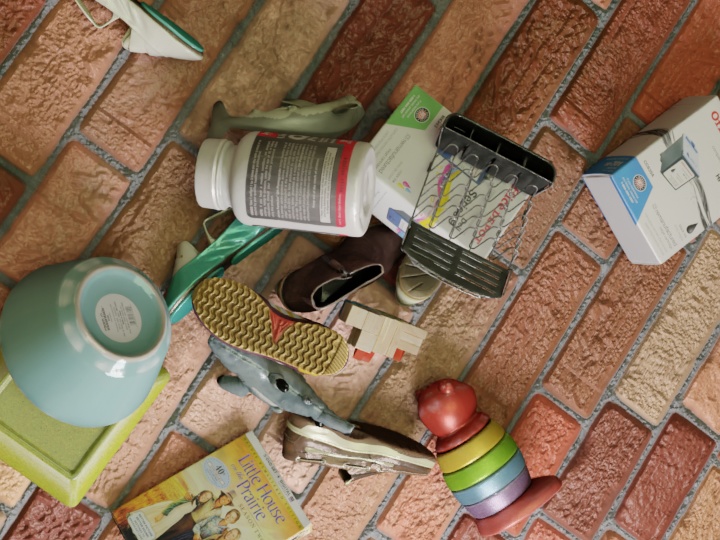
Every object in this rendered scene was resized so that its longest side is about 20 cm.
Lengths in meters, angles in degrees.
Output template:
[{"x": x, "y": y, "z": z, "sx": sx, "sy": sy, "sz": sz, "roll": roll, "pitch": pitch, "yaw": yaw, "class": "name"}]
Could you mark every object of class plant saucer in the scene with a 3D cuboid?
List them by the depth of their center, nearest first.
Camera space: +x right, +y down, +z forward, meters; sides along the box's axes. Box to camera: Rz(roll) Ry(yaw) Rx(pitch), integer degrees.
[{"x": -0.352, "y": 0.147, "z": 1.570, "sx": 0.200, "sy": 0.048, "sz": 0.200, "roll": 39, "pitch": 79, "yaw": -17, "class": "plant saucer"}]

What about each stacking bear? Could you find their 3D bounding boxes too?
[{"x": 0.147, "y": 0.229, "z": 1.729, "sx": 0.113, "sy": 0.121, "sz": 0.201, "roll": -35, "pitch": 93, "yaw": -30, "class": "stacking bear"}]

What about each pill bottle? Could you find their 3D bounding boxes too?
[{"x": -0.087, "y": -0.103, "z": 1.562, "sx": 0.198, "sy": 0.111, "sz": 0.112, "roll": 6, "pitch": 90, "yaw": 10, "class": "pill bottle"}]

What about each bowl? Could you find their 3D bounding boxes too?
[{"x": -0.292, "y": 0.065, "z": 1.512, "sx": 0.200, "sy": 0.105, "sz": 0.202, "roll": 21, "pitch": 54, "yaw": -32, "class": "bowl"}]

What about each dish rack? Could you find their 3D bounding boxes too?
[{"x": 0.135, "y": -0.070, "z": 1.578, "sx": 0.153, "sy": 0.055, "sz": 0.201, "roll": 26, "pitch": 59, "yaw": -7, "class": "dish rack"}]

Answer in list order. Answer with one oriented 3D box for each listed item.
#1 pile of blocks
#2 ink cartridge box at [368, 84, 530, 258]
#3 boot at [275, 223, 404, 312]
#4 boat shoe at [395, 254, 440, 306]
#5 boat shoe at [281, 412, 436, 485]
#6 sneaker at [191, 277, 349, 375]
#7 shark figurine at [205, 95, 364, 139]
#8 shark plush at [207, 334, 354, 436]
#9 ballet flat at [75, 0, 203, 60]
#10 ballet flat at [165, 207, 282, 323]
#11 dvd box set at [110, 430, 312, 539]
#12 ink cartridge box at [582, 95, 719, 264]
[{"x": 0.009, "y": 0.079, "z": 1.643, "sx": 0.082, "sy": 0.200, "sz": 0.063, "roll": 23, "pitch": 91, "yaw": 25, "class": "pile of blocks"}, {"x": 0.097, "y": -0.107, "z": 1.663, "sx": 0.200, "sy": 0.088, "sz": 0.146, "roll": 39, "pitch": 65, "yaw": -2, "class": "ink cartridge box"}, {"x": 0.000, "y": 0.000, "z": 1.629, "sx": 0.199, "sy": 0.166, "sz": 0.073, "roll": -26, "pitch": 101, "yaw": -19, "class": "boot"}, {"x": 0.105, "y": -0.043, "z": 1.728, "sx": 0.073, "sy": 0.063, "sz": 0.201, "roll": 29, "pitch": 70, "yaw": -2, "class": "boat shoe"}, {"x": -0.006, "y": 0.234, "z": 1.696, "sx": 0.201, "sy": 0.075, "sz": 0.075, "roll": 18, "pitch": 99, "yaw": -14, "class": "boat shoe"}, {"x": -0.108, "y": 0.073, "z": 1.591, "sx": 0.199, "sy": 0.090, "sz": 0.075, "roll": 27, "pitch": 82, "yaw": 2, "class": "sneaker"}, {"x": -0.081, "y": -0.162, "z": 1.620, "sx": 0.213, "sy": 0.128, "sz": 0.090, "roll": -8, "pitch": 105, "yaw": -18, "class": "shark figurine"}, {"x": -0.102, "y": 0.145, "z": 1.614, "sx": 0.091, "sy": 0.083, "sz": 0.200, "roll": -43, "pitch": 80, "yaw": -8, "class": "shark plush"}, {"x": -0.276, "y": -0.300, "z": 1.577, "sx": 0.200, "sy": 0.069, "sz": 0.070, "roll": 40, "pitch": 79, "yaw": -13, "class": "ballet flat"}, {"x": -0.179, "y": -0.022, "z": 1.626, "sx": 0.200, "sy": 0.067, "sz": 0.070, "roll": -42, "pitch": 81, "yaw": -14, "class": "ballet flat"}, {"x": -0.178, "y": 0.302, "z": 1.611, "sx": 0.199, "sy": 0.029, "sz": 0.147, "roll": -28, "pitch": 67, "yaw": -16, "class": "dvd box set"}, {"x": 0.425, "y": -0.124, "z": 1.826, "sx": 0.200, "sy": 0.086, "sz": 0.147, "roll": -36, "pitch": 104, "yaw": -14, "class": "ink cartridge box"}]
